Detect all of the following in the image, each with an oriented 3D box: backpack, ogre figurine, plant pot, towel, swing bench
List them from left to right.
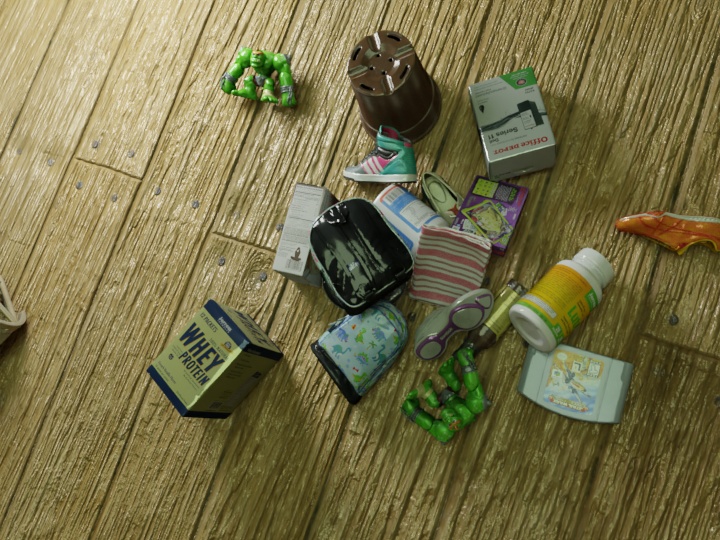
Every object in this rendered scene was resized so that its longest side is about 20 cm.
[{"bbox_3d":[-0.981,0.140,1.624,0.199,0.130,0.200,-42,75,2],"label":"swing bench"},{"bbox_3d":[-0.246,-0.479,1.563,0.198,0.097,0.122,18,100,34],"label":"ogre figurine"},{"bbox_3d":[-0.006,-0.033,1.260,0.176,0.151,0.201,-34,81,-7],"label":"backpack"},{"bbox_3d":[0.011,0.152,1.322,0.199,0.154,0.164,-36,75,-8],"label":"backpack"},{"bbox_3d":[0.066,-0.407,1.400,0.197,0.198,0.204,-4,75,16],"label":"plant pot"},{"bbox_3d":[0.176,0.003,1.274,0.144,0.202,0.030,15,41,9],"label":"towel"},{"bbox_3d":[0.177,0.256,1.259,0.199,0.098,0.120,-41,71,7],"label":"ogre figurine"}]

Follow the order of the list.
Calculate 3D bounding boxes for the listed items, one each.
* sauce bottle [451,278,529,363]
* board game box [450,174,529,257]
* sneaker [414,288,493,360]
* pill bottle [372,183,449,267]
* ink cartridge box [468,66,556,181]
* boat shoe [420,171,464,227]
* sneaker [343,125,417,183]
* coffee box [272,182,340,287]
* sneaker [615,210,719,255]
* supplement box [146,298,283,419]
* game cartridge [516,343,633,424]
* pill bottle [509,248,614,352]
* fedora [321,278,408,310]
[{"bbox_3d":[0.263,0.109,1.289,0.065,0.065,0.200,42,93,21],"label":"sauce bottle"},{"bbox_3d":[0.265,-0.116,1.304,0.118,0.033,0.201,14,48,21],"label":"board game box"},{"bbox_3d":[0.180,0.092,1.289,0.199,0.075,0.100,-40,24,21],"label":"sneaker"},{"bbox_3d":[0.119,-0.084,1.352,0.200,0.112,0.113,42,91,21],"label":"pill bottle"},{"bbox_3d":[0.321,-0.309,1.348,0.144,0.083,0.203,-14,67,11],"label":"ink cartridge box"},{"bbox_3d":[0.198,-0.131,1.366,0.071,0.063,0.201,-36,71,3],"label":"boat shoe"},{"bbox_3d":[0.041,-0.254,1.397,0.198,0.083,0.123,8,100,40],"label":"sneaker"},{"bbox_3d":[-0.116,-0.078,1.421,0.078,0.114,0.203,11,79,19],"label":"coffee box"},{"bbox_3d":[0.596,-0.072,1.229,0.197,0.073,0.079,8,89,21],"label":"sneaker"},{"bbox_3d":[-0.304,0.196,1.364,0.134,0.200,0.200,43,90,20],"label":"supplement box"},{"bbox_3d":[0.412,0.217,1.233,0.197,0.042,0.135,15,77,19],"label":"game cartridge"},{"bbox_3d":[0.392,0.052,1.227,0.199,0.111,0.111,-41,69,-12],"label":"pill bottle"},{"bbox_3d":[0.000,0.000,1.378,0.196,0.090,0.180,-4,76,16],"label":"fedora"}]
